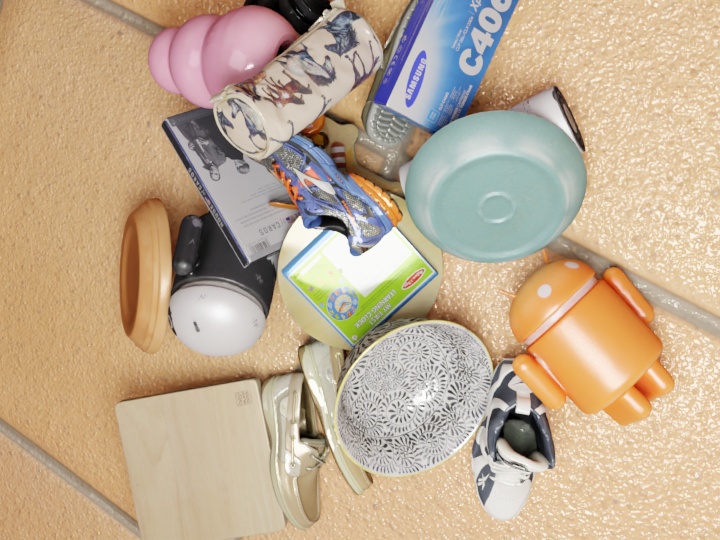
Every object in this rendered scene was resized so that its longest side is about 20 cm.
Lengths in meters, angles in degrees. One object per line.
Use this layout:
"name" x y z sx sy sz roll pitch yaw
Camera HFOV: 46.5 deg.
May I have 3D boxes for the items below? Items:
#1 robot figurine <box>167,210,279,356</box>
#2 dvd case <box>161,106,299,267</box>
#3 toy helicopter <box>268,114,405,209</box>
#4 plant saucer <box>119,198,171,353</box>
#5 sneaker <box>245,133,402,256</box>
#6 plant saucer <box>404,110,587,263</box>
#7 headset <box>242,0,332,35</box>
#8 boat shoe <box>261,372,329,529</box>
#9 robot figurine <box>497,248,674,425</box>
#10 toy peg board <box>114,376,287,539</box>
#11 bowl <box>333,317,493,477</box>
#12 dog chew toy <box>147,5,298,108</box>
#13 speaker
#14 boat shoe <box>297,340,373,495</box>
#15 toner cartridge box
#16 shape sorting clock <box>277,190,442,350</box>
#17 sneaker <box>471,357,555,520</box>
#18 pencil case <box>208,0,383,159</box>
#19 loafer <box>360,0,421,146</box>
"robot figurine" -0.167 0.008 1.033 0.149 0.202 0.125 20 144 -17
"dvd case" -0.130 -0.118 1.021 0.201 0.149 0.025 59 143 6
"toy helicopter" -0.024 -0.109 1.006 0.198 0.079 0.133 26 84 2
"plant saucer" -0.284 0.006 1.089 0.200 0.037 0.203 -178 90 -65
"sneaker" -0.052 -0.089 0.923 0.199 0.075 0.079 33 80 11
"plant saucer" 0.146 -0.076 0.903 0.197 0.036 0.202 2 132 2
"headset" -0.086 -0.319 1.027 0.122 0.094 0.202 -5 110 25
"boat shoe" -0.076 0.233 1.081 0.064 0.072 0.203 -11 87 24
"robot figurine" 0.240 0.073 0.901 0.200 0.116 0.144 48 112 11
"toy peg board" -0.205 0.251 1.137 0.196 0.098 0.203 -11 93 8
"bowl" 0.049 0.130 0.984 0.198 0.094 0.203 -9 115 -18
"dog chew toy" -0.166 -0.245 0.980 0.198 0.124 0.126 10 100 27
"speaker" 0.143 -0.125 0.937 0.198 0.081 0.082 -26 87 23
"boat shoe" -0.017 0.180 1.048 0.066 0.074 0.202 -20 96 -2
"toner cartridge box" 0.100 -0.254 0.914 0.094 0.043 0.202 22 96 -25
"shape sorting clock" 0.000 0.000 1.000 0.197 0.039 0.203 -1 105 -2
"sneaker" 0.167 0.212 0.929 0.078 0.130 0.202 13 108 5
"pencil case" -0.066 -0.201 0.887 0.090 0.200 0.078 54 150 -14
"loafer" 0.050 -0.242 0.962 0.202 0.075 0.070 -62 29 2
